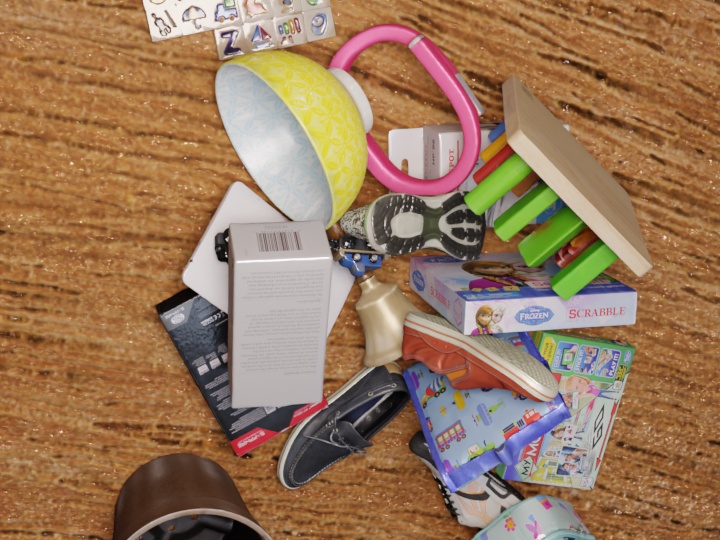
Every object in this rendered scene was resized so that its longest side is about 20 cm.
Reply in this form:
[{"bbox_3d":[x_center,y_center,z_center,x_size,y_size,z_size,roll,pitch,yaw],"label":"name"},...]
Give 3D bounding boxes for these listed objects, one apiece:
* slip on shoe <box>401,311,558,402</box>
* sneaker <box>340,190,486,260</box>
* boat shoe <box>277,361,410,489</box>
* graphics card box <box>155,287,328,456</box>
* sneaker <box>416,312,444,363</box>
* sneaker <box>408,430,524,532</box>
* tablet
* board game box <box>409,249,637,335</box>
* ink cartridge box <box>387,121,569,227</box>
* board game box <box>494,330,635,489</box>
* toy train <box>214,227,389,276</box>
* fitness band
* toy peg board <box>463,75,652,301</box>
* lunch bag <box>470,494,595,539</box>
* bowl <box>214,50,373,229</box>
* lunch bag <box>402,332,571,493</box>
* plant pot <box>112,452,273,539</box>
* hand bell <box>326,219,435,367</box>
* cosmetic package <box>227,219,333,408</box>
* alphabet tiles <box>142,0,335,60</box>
[{"bbox_3d":[0.122,0.100,1.154,0.074,0.200,0.061,6,102,-50],"label":"slip on shoe"},{"bbox_3d":[0.059,-0.054,1.189,0.200,0.088,0.077,5,93,-45],"label":"sneaker"},{"bbox_3d":[-0.019,0.190,1.310,0.200,0.062,0.075,-43,133,-1],"label":"boat shoe"},{"bbox_3d":[-0.135,0.099,1.265,0.125,0.051,0.200,-29,111,-6],"label":"graphics card box"},{"bbox_3d":[0.116,0.132,1.336,0.130,0.080,0.201,5,110,-5],"label":"sneaker"},{"bbox_3d":[0.129,0.276,1.377,0.200,0.074,0.080,40,94,-21],"label":"sneaker"},{"bbox_3d":[-0.097,0.007,1.226,0.200,0.014,0.130,38,69,-32],"label":"tablet"},{"bbox_3d":[0.178,0.021,1.249,0.199,0.200,0.041,-3,105,-15],"label":"board game box"},{"bbox_3d":[0.136,-0.110,1.270,0.199,0.067,0.116,-6,106,-13],"label":"ink cartridge box"},{"bbox_3d":[0.263,0.179,1.409,0.134,0.029,0.201,9,103,-18],"label":"board game box"},{"bbox_3d":[-0.059,-0.018,1.187,0.199,0.034,0.046,2,77,-19],"label":"toy train"},{"bbox_3d":[0.048,-0.172,1.199,0.144,0.037,0.200,-36,91,25],"label":"fitness band"},{"bbox_3d":[0.197,-0.081,1.170,0.098,0.199,0.200,-41,106,21],"label":"toy peg board"},{"bbox_3d":[0.200,0.370,1.382,0.200,0.077,0.160,-44,143,14],"label":"lunch bag"},{"bbox_3d":[-0.052,-0.153,1.154,0.108,0.200,0.200,-35,112,-23],"label":"bowl"},{"bbox_3d":[0.140,0.148,1.194,0.150,0.200,0.094,-32,110,9],"label":"lunch bag"},{"bbox_3d":[-0.197,0.312,1.231,0.200,0.198,0.201,-4,107,-14],"label":"plant pot"},{"bbox_3d":[0.000,0.000,1.258,0.104,0.104,0.200,-31,99,-5],"label":"hand bell"},{"bbox_3d":[-0.088,0.048,1.157,0.101,0.071,0.200,-2,127,-11],"label":"cosmetic package"},{"bbox_3d":[-0.136,-0.314,1.171,0.199,0.008,0.168,-14,109,-11],"label":"alphabet tiles"}]
